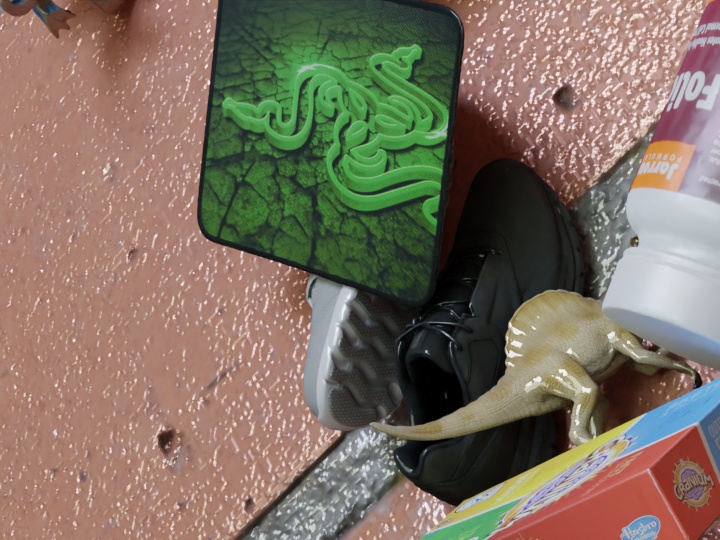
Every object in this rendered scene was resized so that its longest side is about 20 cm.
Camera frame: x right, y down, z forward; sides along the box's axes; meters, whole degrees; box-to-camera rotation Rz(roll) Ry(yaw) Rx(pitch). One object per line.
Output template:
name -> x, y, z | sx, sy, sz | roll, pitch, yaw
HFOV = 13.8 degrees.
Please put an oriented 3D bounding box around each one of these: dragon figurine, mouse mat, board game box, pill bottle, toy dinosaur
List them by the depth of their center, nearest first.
board game box -> 0.100, 0.120, 1.430 | 0.200, 0.153, 0.040 | -29, 93, 34
pill bottle -> 0.201, -0.054, 1.490 | 0.114, 0.114, 0.201 | 16, 80, 42
toy dinosaur -> 0.108, 0.058, 1.548 | 0.200, 0.058, 0.101 | -38, 67, -14
mouse mat -> -0.020, -0.077, 1.624 | 0.200, 0.008, 0.162 | 17, 105, 45
dragon figurine -> -0.199, -0.203, 1.867 | 0.099, 0.200, 0.059 | 43, 126, 12

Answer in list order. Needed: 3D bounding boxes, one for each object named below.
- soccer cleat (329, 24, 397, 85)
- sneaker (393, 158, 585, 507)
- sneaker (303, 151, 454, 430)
soccer cleat -> -0.015, -0.107, 1.686 | 0.200, 0.068, 0.073 | 21, 90, 62
sneaker -> 0.064, 0.031, 1.594 | 0.076, 0.091, 0.201 | -15, 63, 44
sneaker -> 0.000, 0.000, 1.680 | 0.082, 0.075, 0.201 | -11, 55, 42
